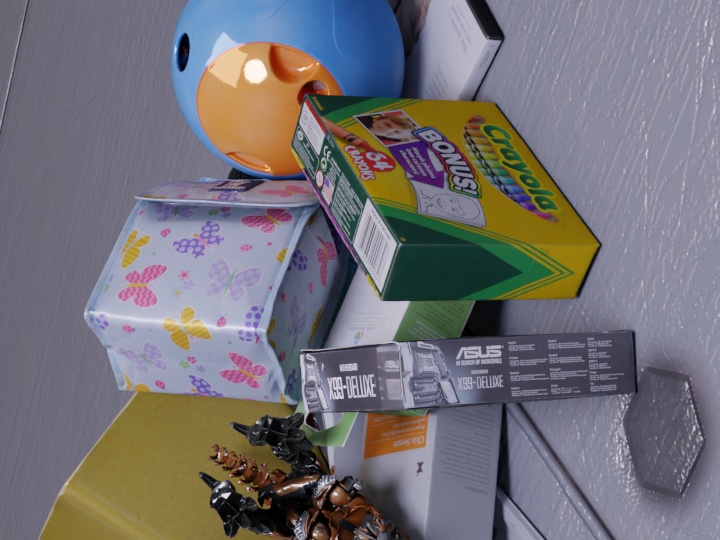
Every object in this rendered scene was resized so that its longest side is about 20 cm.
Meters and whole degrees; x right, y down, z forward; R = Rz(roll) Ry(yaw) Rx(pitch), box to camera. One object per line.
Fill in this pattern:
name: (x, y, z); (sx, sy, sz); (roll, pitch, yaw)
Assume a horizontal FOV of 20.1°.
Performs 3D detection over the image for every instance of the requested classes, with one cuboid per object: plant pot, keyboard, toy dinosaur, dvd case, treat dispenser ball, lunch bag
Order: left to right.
plant pot: (-0.135, 0.196, 1.766); (0.196, 0.199, 0.194); (-54, 0, -26)
lunch bag: (-0.110, -0.003, 1.663); (0.128, 0.168, 0.201); (72, -149, -43)
treat dispenser ball: (-0.062, -0.176, 1.735); (0.201, 0.200, 0.203); (-4, 86, 62)
toy dinosaur: (-0.052, 0.183, 1.582); (0.199, 0.136, 0.103); (-3, 62, 35)
dvd case: (0.054, -0.171, 1.749); (0.201, 0.017, 0.143); (-64, 37, 40)
keyboard: (0.107, 0.203, 1.646); (0.200, 0.011, 0.057); (-132, 44, -53)

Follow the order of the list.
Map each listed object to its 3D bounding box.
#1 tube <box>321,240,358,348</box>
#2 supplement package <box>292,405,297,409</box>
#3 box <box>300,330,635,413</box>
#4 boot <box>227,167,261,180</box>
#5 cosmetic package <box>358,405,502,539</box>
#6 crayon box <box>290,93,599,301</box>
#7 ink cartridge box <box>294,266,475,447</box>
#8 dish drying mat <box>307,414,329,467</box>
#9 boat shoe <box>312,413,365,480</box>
tube: (0.000, 0.000, 1.717); (0.077, 0.050, 0.200); (39, 95, 22)
supplement package: (-0.132, 0.046, 1.989); (0.121, 0.119, 0.201); (-44, 51, 54)
box: (0.077, 0.075, 1.500); (0.157, 0.199, 0.050); (-10, 82, 62)
boot: (-0.057, 0.009, 1.819); (0.203, 0.073, 0.154); (40, 141, 6)
cosmetic package: (0.051, 0.190, 1.630); (0.101, 0.071, 0.201); (-18, 61, 51)
crayon box: (0.061, -0.058, 1.564); (0.200, 0.171, 0.059); (59, 141, 45)
ink cartridge box: (0.022, 0.062, 1.621); (0.104, 0.059, 0.201); (-4, 58, 58)
dish drying mat: (0.002, 0.170, 1.773); (0.200, 0.018, 0.077); (19, 96, 52)
boat shoe: (-0.005, 0.135, 1.738); (0.057, 0.068, 0.201); (106, 151, -62)
